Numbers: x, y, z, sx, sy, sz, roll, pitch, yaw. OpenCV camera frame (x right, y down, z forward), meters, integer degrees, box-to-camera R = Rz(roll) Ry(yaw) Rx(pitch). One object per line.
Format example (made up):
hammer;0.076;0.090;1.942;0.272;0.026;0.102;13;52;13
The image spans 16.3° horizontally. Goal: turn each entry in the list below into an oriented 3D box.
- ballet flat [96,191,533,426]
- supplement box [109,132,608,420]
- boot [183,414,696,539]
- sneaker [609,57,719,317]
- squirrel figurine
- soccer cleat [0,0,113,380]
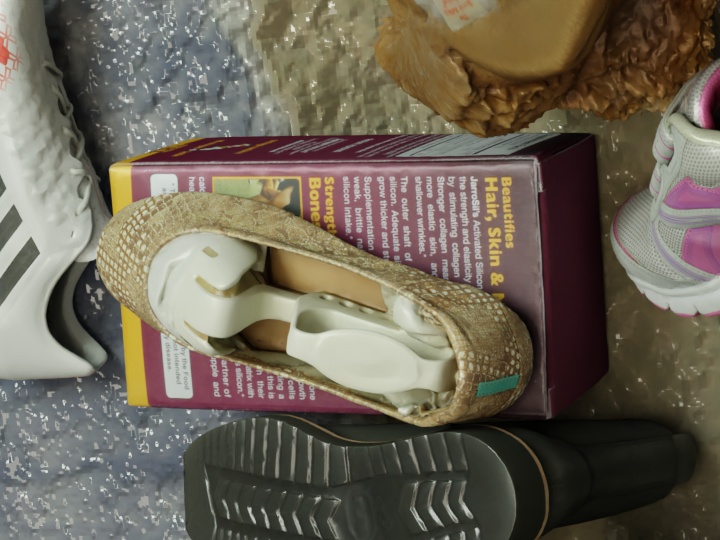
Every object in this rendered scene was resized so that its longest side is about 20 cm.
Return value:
ballet flat;-0.028;0.015;1.021;0.199;0.065;0.071;13;106;20
supplement box;0.000;0.000;1.090;0.199;0.086;0.111;0;101;22
boot;0.032;0.096;1.092;0.199;0.138;0.078;2;95;43
sneaker;0.155;-0.044;0.983;0.088;0.081;0.200;51;152;-9
squirrel figurine;0.094;-0.149;0.989;0.141;0.186;0.200;39;149;25
soccer cleat;-0.147;-0.043;1.157;0.085;0.069;0.201;10;108;11
